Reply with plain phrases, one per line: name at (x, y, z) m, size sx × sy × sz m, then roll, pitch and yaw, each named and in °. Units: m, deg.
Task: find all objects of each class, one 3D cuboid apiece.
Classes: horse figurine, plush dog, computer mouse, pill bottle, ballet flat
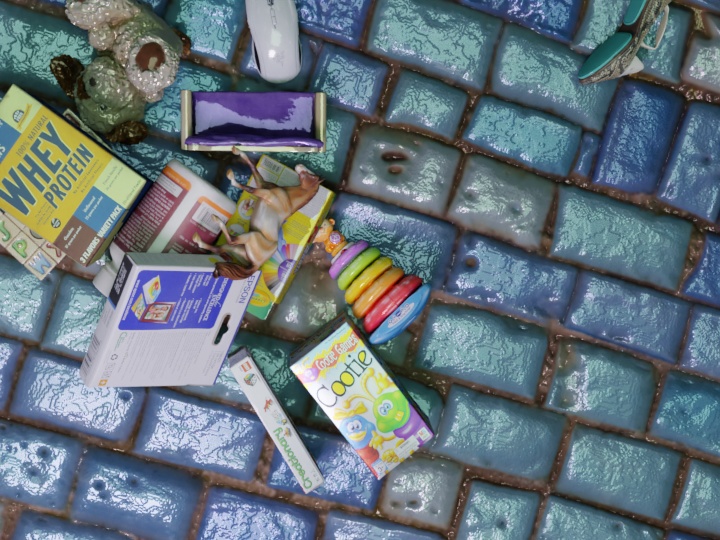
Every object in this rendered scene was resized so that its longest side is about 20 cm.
horse figurine at (-0.140, -0.067, 1.636) m, size 0.132 × 0.050 × 0.202 m, roll 31°, pitch 72°, yaw -32°
plush dog at (-0.319, -0.264, 1.657) m, size 0.200 × 0.160 × 0.172 m, roll 44°, pitch 103°, yaw 20°
computer mouse at (-0.121, -0.361, 1.705) m, size 0.108 × 0.044 × 0.202 m, roll -11°, pitch 95°, yaw -7°
pill bottle at (-0.266, -0.039, 1.672) m, size 0.114 × 0.114 × 0.201 m, roll 36°, pitch 90°, yaw -8°
ballet flat at (0.392, -0.332, 1.766) m, size 0.075 × 0.068 × 0.201 m, roll 35°, pitch 87°, yaw -24°

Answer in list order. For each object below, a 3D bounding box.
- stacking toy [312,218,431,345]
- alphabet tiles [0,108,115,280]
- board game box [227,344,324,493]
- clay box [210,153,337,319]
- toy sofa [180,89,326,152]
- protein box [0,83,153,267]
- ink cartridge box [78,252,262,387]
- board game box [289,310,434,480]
stacking toy at (0.000, 0.000, 1.728) m, size 0.116 × 0.110 × 0.200 m, roll -42°, pitch 83°, yaw -1°
alphabet tiles at (-0.433, -0.116, 1.700) m, size 0.167 × 0.008 × 0.200 m, roll 43°, pitch 88°, yaw -8°
board game box at (-0.118, 0.202, 1.702) m, size 0.034 × 0.126 × 0.201 m, roll -31°, pitch 97°, yaw -5°
clay box at (-0.129, -0.044, 1.711) m, size 0.114 × 0.048 × 0.201 m, roll 28°, pitch 92°, yaw 8°
toy sofa at (-0.145, -0.203, 1.686) m, size 0.197 × 0.098 × 0.084 m, roll 0°, pitch 94°, yaw -6°
protein box at (-0.390, -0.121, 1.602) m, size 0.199 × 0.199 × 0.136 m, roll 36°, pitch 89°, yaw -8°
ink cartridge box at (-0.253, 0.068, 1.648) m, size 0.199 × 0.047 × 0.199 m, roll 1°, pitch 123°, yaw -43°
board game box at (0.000, 0.171, 1.722) m, size 0.105 × 0.103 × 0.201 m, roll -38°, pitch 97°, yaw 2°
